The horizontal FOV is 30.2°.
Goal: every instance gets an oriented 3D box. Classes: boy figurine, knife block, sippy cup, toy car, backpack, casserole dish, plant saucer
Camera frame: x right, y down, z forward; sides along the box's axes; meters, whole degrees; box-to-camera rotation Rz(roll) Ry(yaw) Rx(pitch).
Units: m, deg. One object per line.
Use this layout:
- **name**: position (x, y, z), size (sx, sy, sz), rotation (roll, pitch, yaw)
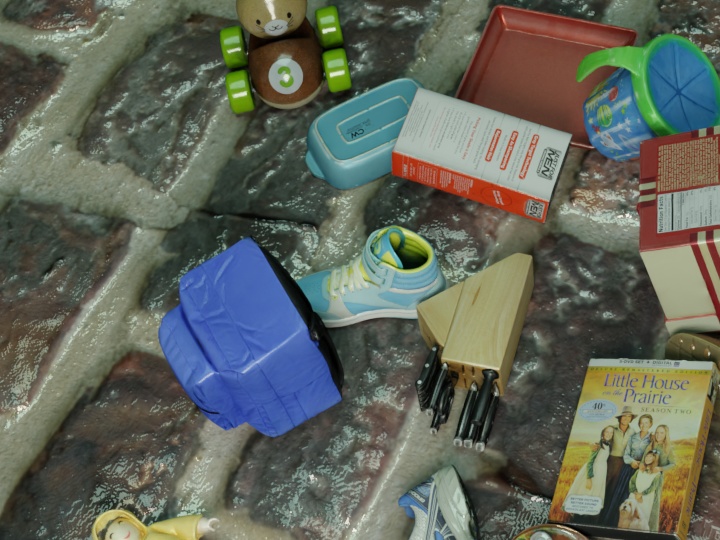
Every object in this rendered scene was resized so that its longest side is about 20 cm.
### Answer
- **boy figurine**: position (-0.196, 0.307, 1.409), size (0.199, 0.065, 0.125), rotation (26, 67, 20)
- **knife block**: position (0.144, 0.096, 1.490), size (0.199, 0.064, 0.176), rotation (-27, 57, -9)
- **sippy cup**: position (0.339, -0.194, 1.588), size (0.139, 0.130, 0.179), rotation (-33, 96, -37)
- **toy car**: position (-0.111, -0.324, 1.726), size (0.163, 0.201, 0.159), rotation (-12, 55, 2)
- **backpack**: position (-0.117, 0.086, 1.460), size (0.167, 0.200, 0.163), rotation (-29, 59, 1)
- **casserole dish**: position (0.020, -0.183, 1.710), size (0.199, 0.039, 0.122), rotation (-26, 56, -7)
- **plant saucer**: position (0.236, -0.242, 1.714), size (0.198, 0.037, 0.201), rotation (14, 60, 18)

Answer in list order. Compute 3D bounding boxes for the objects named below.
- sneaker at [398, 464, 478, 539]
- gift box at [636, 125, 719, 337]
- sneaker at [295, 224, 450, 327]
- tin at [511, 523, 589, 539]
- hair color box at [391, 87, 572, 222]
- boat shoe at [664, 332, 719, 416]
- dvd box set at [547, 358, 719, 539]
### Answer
- **sneaker**: position (0.089, 0.302, 1.367), size (0.084, 0.077, 0.201), rotation (-21, 48, 7)
- **gift box**: position (0.414, -0.035, 1.453), size (0.198, 0.187, 0.186), rotation (-4, 53, 25)
- **sneaker**: position (0.000, 0.000, 1.536), size (0.198, 0.131, 0.080), rotation (-7, 57, 6)
- **tin**: position (0.204, 0.348, 1.317), size (0.111, 0.042, 0.201), rotation (-8, 55, -16)
- **hair color box**: position (0.146, -0.141, 1.624), size (0.198, 0.061, 0.102), rotation (19, 67, 10)
- **boat shoe**: position (0.421, 0.123, 1.431), size (0.199, 0.073, 0.067), rotation (29, 32, 33)
- **dvd box set**: position (0.288, 0.185, 1.399), size (0.145, 0.029, 0.201), rotation (0, 55, 34)
